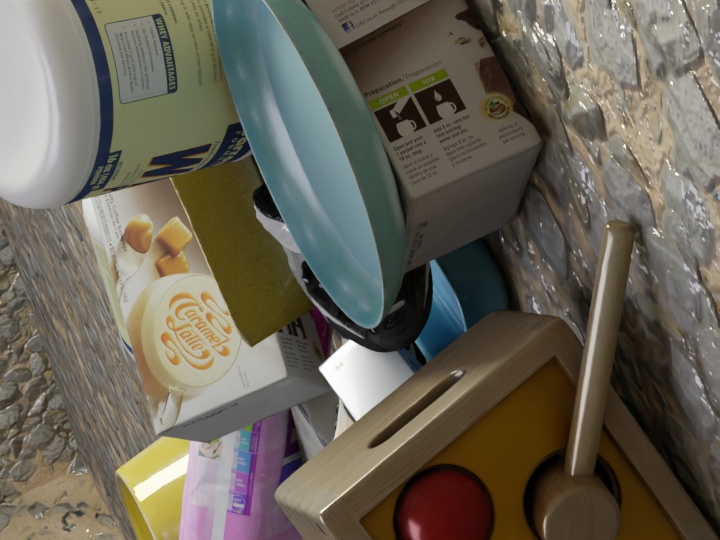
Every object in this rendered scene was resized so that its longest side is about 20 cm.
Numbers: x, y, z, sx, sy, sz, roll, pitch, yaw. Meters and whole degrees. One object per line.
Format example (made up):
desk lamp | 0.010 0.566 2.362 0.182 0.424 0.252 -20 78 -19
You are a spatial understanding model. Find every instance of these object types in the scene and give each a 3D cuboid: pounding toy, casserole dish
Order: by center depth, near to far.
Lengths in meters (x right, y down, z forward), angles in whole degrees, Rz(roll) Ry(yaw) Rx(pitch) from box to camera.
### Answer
pounding toy | 0.084 0.106 1.103 0.185 0.200 0.142 54 168 -10
casserole dish | 0.039 -0.009 1.330 0.200 0.039 0.122 57 164 38

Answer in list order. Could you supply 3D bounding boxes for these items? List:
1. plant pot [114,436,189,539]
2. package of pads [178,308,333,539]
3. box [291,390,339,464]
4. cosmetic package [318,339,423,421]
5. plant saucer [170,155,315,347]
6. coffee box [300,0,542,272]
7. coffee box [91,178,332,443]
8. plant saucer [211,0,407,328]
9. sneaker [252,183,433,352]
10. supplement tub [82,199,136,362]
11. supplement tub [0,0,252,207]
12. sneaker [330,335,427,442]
plant pot | -0.093 0.186 1.842 0.201 0.188 0.201 58 163 29
package of pads | -0.076 0.116 1.663 0.120 0.075 0.202 -19 -63 -71
box | 0.009 0.164 1.643 0.095 0.077 0.201 56 163 39
cosmetic package | 0.071 0.134 1.302 0.151 0.052 0.200 42 -173 -43
plant saucer | -0.068 -0.064 1.491 0.201 0.048 0.200 66 -163 -2
coffee box | 0.010 -0.115 1.171 0.201 0.079 0.113 62 167 16
coffee box | -0.107 0.006 1.559 0.080 0.114 0.201 18 -128 -63
plant saucer | -0.024 -0.067 1.154 0.201 0.027 0.201 59 164 27
sneaker | 0.000 0.000 1.289 0.080 0.074 0.200 64 175 -28
supplement tub | -0.138 -0.026 1.750 0.145 0.144 0.201 53 161 44
supplement tub | -0.128 -0.125 1.289 0.145 0.199 0.146 23 121 46
sneaker | 0.006 0.102 1.456 0.074 0.080 0.201 28 -135 -52
